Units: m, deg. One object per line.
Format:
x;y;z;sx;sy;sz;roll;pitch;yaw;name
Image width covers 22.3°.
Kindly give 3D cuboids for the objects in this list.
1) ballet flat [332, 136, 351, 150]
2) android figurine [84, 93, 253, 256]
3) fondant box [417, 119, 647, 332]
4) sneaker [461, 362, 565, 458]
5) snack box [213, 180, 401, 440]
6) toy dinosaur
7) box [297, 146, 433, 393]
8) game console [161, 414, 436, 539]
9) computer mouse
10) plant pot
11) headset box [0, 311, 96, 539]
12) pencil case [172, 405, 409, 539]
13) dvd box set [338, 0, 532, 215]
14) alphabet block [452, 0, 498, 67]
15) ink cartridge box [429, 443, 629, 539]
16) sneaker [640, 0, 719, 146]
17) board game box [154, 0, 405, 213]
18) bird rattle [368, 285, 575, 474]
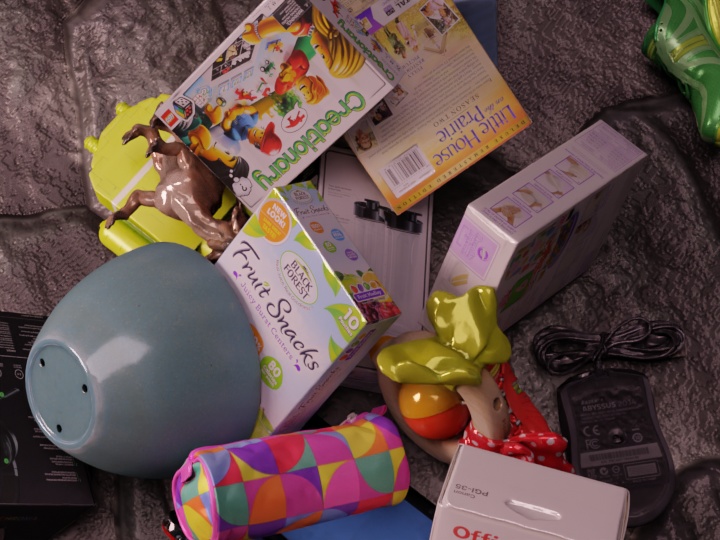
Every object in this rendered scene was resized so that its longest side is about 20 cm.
0.023;-0.122;1.694;0.198;0.068;0.076;-6;60;-9;ballet flat
-0.170;-0.083;1.716;0.199;0.041;0.183;35;75;14;android figurine
0.148;-0.028;1.568;0.058;0.145;0.199;39;45;18;fondant box
0.110;0.111;1.584;0.077;0.085;0.201;-30;67;-8;sneaker
-0.070;0.045;1.527;0.053;0.200;0.143;-14;62;-49;snack box
-0.146;-0.076;1.647;0.135;0.086;0.201;26;41;-24;toy dinosaur
0.000;0.000;1.624;0.115;0.060;0.202;10;71;-21;box
-0.036;0.219;1.536;0.199;0.172;0.119;35;100;18;game console
0.224;0.139;1.585;0.137;0.053;0.202;-3;56;2;computer mouse
-0.199;0.087;1.525;0.134;0.201;0.201;-15;58;-46;plant pot
-0.335;0.139;1.556;0.093;0.173;0.202;-37;61;35;headset box
-0.055;0.171;1.506;0.198;0.089;0.089;-10;62;-33;pencil case
0.035;-0.169;1.574;0.146;0.029;0.201;-34;105;7;dvd box set
0.018;-0.274;1.700;0.193;0.197;0.202;-9;66;-1;alphabet block
0.123;0.252;1.451;0.145;0.202;0.083;15;35;8;ink cartridge box
0.306;-0.196;1.711;0.083;0.074;0.202;-7;57;-1;sneaker
-0.071;-0.151;1.553;0.126;0.200;0.035;44;38;-8;board game box
0.086;0.110;1.520;0.162;0.201;0.113;2;42;51;bird rattle
